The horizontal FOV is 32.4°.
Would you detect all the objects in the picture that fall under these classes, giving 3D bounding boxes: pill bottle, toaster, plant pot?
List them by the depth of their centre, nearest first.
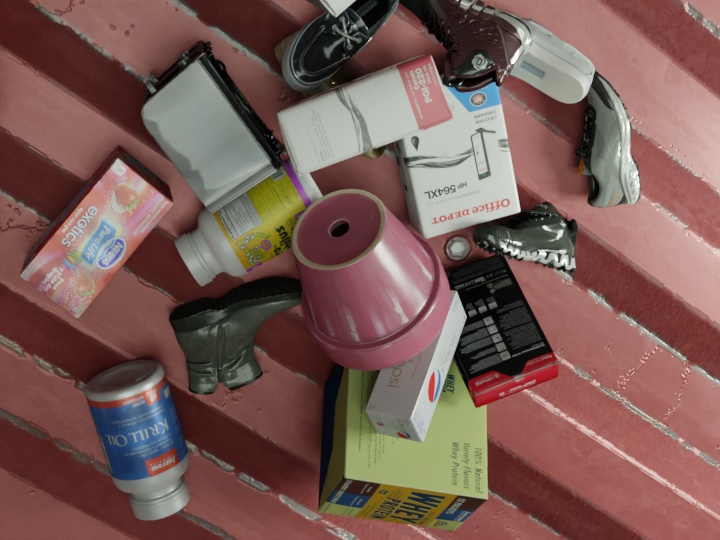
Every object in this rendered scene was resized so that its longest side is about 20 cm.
[{"bbox_3d":[-0.186,-0.180,1.566,0.118,0.181,0.200,-35,108,3],"label":"toaster"},{"bbox_3d":[0.000,0.000,1.591,0.199,0.200,0.179,-31,139,-1],"label":"plant pot"},{"bbox_3d":[-0.144,-0.060,1.645,0.199,0.104,0.105,-30,109,-1],"label":"pill bottle"},{"bbox_3d":[-0.298,0.234,1.695,0.112,0.112,0.201,-16,108,-6],"label":"pill bottle"}]

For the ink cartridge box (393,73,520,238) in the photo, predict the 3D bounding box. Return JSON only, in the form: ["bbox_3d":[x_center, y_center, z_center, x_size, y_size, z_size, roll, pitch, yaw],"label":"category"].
[{"bbox_3d":[0.125,-0.161,1.679,0.145,0.084,0.201,-16,107,-6],"label":"ink cartridge box"}]

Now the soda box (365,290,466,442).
[{"bbox_3d":[0.075,0.120,1.628,0.068,0.201,0.064,7,147,25],"label":"soda box"}]

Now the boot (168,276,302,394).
[{"bbox_3d":[-0.158,0.092,1.713,0.199,0.068,0.131,-16,113,2],"label":"boot"}]

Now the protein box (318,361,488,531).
[{"bbox_3d":[0.058,0.232,1.700,0.199,0.200,0.135,11,148,-13],"label":"protein box"}]

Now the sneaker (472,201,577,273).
[{"bbox_3d":[0.234,-0.056,1.722,0.199,0.066,0.091,12,93,-40],"label":"sneaker"}]

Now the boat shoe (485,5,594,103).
[{"bbox_3d":[0.228,-0.305,1.666,0.199,0.069,0.072,29,143,5],"label":"boat shoe"}]

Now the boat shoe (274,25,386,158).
[{"bbox_3d":[-0.039,-0.229,1.643,0.065,0.072,0.200,-22,115,38],"label":"boat shoe"}]

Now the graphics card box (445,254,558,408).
[{"bbox_3d":[0.177,0.080,1.704,0.125,0.201,0.051,-21,145,-4],"label":"graphics card box"}]

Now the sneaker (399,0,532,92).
[{"bbox_3d":[0.112,-0.300,1.597,0.199,0.076,0.116,27,76,13],"label":"sneaker"}]

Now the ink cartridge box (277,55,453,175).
[{"bbox_3d":[0.004,-0.194,1.525,0.199,0.146,0.085,-22,99,3],"label":"ink cartridge box"}]

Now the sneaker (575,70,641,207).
[{"bbox_3d":[0.335,-0.179,1.722,0.079,0.074,0.201,-15,108,-1],"label":"sneaker"}]

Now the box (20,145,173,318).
[{"bbox_3d":[-0.342,-0.052,1.611,0.095,0.103,0.200,39,94,-19],"label":"box"}]

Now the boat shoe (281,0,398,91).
[{"bbox_3d":[-0.020,-0.304,1.575,0.200,0.068,0.072,-44,106,-26],"label":"boat shoe"}]

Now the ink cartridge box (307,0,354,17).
[{"bbox_3d":[-0.019,-0.397,1.523,0.146,0.200,0.085,-40,109,3],"label":"ink cartridge box"}]
